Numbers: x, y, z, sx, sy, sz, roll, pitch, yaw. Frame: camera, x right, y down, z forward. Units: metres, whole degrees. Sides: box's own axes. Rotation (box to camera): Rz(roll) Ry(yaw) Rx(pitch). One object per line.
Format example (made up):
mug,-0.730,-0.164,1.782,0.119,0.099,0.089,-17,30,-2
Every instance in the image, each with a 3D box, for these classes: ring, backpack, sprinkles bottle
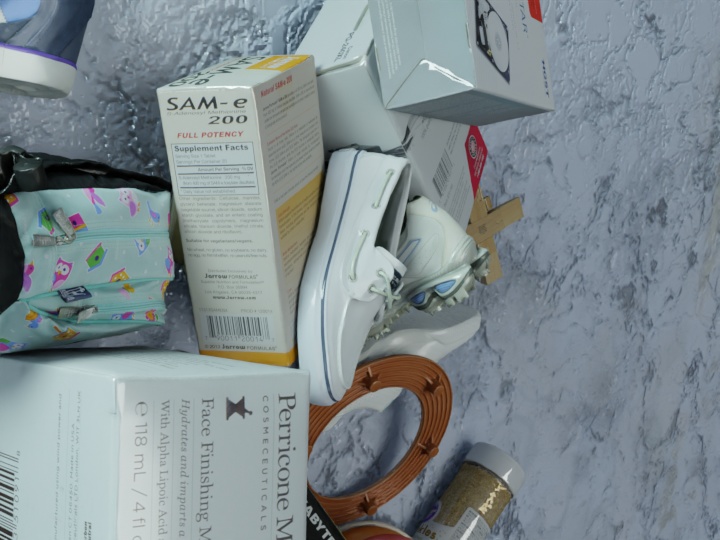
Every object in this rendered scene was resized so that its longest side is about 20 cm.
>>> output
ring,0.008,0.165,0.929,0.200,0.019,0.201,-21,131,-26
backpack,-0.210,-0.012,0.629,0.200,0.166,0.127,-3,97,-60
sprinkles bottle,0.097,0.279,1.059,0.200,0.068,0.068,-51,130,-23

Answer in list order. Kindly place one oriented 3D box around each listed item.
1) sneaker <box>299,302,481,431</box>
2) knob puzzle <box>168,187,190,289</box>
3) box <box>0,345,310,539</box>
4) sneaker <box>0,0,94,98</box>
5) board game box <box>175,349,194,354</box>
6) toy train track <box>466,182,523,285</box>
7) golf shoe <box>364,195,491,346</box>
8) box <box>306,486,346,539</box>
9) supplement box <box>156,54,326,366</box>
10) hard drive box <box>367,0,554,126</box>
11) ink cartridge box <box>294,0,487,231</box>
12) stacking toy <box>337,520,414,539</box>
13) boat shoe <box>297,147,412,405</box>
sneaker,0.030,0.089,0.950,0.199,0.075,0.089,-19,119,-29
knob puzzle,-0.083,-0.059,0.821,0.219,0.030,0.221,-14,111,-41
box,-0.140,0.151,0.610,0.130,0.200,0.200,1,89,-41
sneaker,-0.252,-0.194,0.594,0.199,0.080,0.147,10,85,-42
board game box,-0.180,0.167,0.743,0.200,0.035,0.127,-38,123,-35
toy train track,0.103,-0.082,1.001,0.114,0.032,0.201,-28,114,-29
golf shoe,0.013,0.003,0.839,0.097,0.200,0.078,53,37,-8
box,-0.059,0.277,0.784,0.160,0.049,0.200,-34,88,-42
supplement box,-0.075,-0.047,0.725,0.126,0.073,0.201,-51,139,-64
hard drive box,0.081,-0.203,0.793,0.200,0.076,0.157,-10,92,-63
ink cartridge box,0.027,-0.128,0.843,0.200,0.083,0.146,60,36,-34
stacking toy,0.039,0.291,0.891,0.145,0.200,0.147,7,69,-20
boat shoe,0.000,0.000,0.733,0.074,0.066,0.201,48,45,-67
